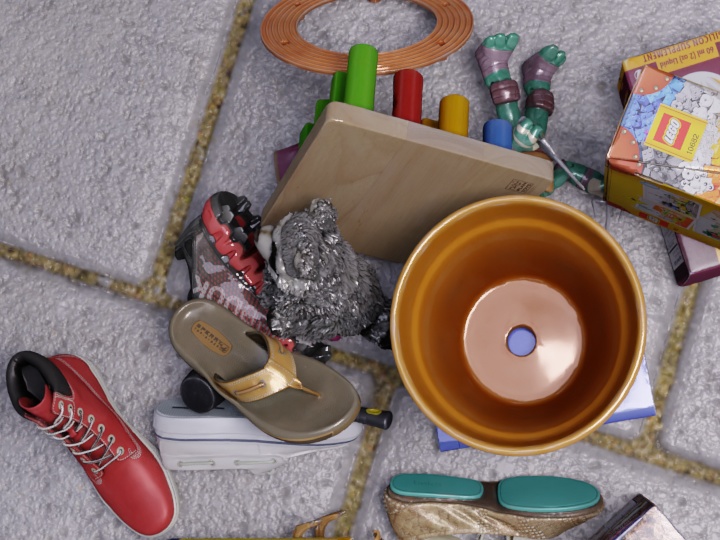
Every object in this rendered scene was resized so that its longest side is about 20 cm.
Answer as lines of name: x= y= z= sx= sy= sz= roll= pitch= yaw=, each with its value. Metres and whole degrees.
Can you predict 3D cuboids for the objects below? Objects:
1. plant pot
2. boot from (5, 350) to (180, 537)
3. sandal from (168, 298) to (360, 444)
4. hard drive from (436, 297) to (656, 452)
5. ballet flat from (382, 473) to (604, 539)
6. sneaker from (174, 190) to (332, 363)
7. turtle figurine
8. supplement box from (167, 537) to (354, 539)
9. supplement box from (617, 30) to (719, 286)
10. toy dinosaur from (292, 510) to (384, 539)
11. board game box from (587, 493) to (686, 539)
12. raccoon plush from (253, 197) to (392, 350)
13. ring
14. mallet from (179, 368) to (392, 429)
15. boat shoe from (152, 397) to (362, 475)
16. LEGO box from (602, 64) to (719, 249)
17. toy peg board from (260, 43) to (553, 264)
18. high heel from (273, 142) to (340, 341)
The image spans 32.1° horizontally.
plant pot: x=0.135 y=0.054 z=1.049 sx=0.197 sy=0.183 sz=0.203 roll=-1 pitch=82 yaw=10
boot: x=-0.248 y=0.162 z=1.145 sx=0.072 sy=0.144 sz=0.201 roll=-37 pitch=80 yaw=2
sandal: x=-0.092 y=0.083 z=1.094 sx=0.199 sy=0.054 sz=0.081 roll=32 pitch=70 yaw=19
hard drive: x=0.160 y=0.084 z=1.148 sx=0.197 sy=0.025 sz=0.134 roll=-11 pitch=81 yaw=8
ballet flat: x=0.119 y=0.221 z=1.127 sx=0.197 sy=0.071 sz=0.066 roll=2 pitch=110 yaw=12
sneaker: x=-0.106 y=0.030 z=1.178 sx=0.097 sy=0.071 sz=0.202 roll=-33 pitch=91 yaw=22
turtle figurine: x=0.159 y=-0.107 z=1.126 sx=0.100 sy=0.149 sz=0.203 roll=-20 pitch=70 yaw=30
supplement box: x=-0.107 y=0.300 z=1.089 sx=0.198 sy=0.109 sz=0.111 roll=-6 pitch=91 yaw=26
supplement box: x=0.311 y=-0.100 z=1.116 sx=0.109 sy=0.086 sz=0.203 roll=-17 pitch=81 yaw=6
toy dinosaur: x=-0.035 y=0.281 z=1.138 sx=0.197 sy=0.060 sz=0.108 roll=-18 pitch=82 yaw=7
board game box: x=0.210 y=0.277 z=1.028 sx=0.159 sy=0.200 sz=0.097 roll=-42 pitch=79 yaw=2
raccoon plush: x=0.000 y=0.000 z=1.075 sx=0.197 sy=0.134 sz=0.098 roll=4 pitch=67 yaw=-20
ring: x=0.006 y=-0.222 z=1.152 sx=0.197 sy=0.201 sz=0.019 roll=4 pitch=127 yaw=10
mallet: x=-0.063 y=0.112 z=1.140 sx=0.197 sy=0.066 sz=0.042 roll=7 pitch=115 yaw=13
boat shoe: x=-0.094 y=0.156 z=1.168 sx=0.197 sy=0.074 sz=0.068 roll=2 pitch=110 yaw=11
LEGO box: x=0.271 y=-0.076 z=0.974 sx=0.147 sy=0.200 sz=0.078 roll=23 pitch=89 yaw=11
toy peg board: x=0.037 y=-0.098 z=1.087 sx=0.197 sy=0.200 sz=0.099 roll=13 pitch=63 yaw=-16
high heel: x=-0.019 y=-0.040 z=1.169 sx=0.095 sy=0.067 sz=0.203 roll=-18 pitch=77 yaw=17
